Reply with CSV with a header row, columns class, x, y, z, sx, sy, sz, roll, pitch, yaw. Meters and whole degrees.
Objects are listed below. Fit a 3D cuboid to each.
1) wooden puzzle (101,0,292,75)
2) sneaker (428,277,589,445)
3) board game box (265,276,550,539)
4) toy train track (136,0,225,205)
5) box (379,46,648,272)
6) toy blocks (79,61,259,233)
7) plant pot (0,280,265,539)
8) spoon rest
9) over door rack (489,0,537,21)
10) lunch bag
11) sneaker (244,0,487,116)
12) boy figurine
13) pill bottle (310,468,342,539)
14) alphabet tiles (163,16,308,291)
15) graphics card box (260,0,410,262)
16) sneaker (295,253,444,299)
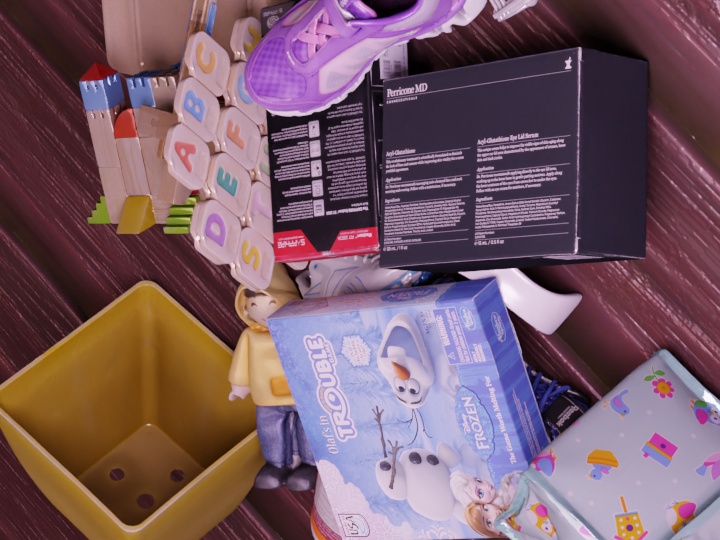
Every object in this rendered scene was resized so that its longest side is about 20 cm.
class,x,y,z,sx,sy,sz,roll,pitch,yaw
wooden puzzle,-0.133,-0.218,1.822,0.199,0.037,0.186,24,132,30
sneaker,0.119,0.093,1.723,0.115,0.081,0.200,-8,116,47
board game box,0.043,0.112,1.698,0.198,0.043,0.201,-7,110,37
toy train track,-0.125,-0.152,1.742,0.114,0.032,0.201,19,101,49
box,0.106,-0.074,1.563,0.199,0.079,0.142,-3,86,48
toy blocks,-0.149,-0.112,1.824,0.199,0.100,0.138,1,111,32
plant pot,-0.204,0.170,2.056,0.200,0.200,0.177,39,150,23
spoon rest,0.079,-0.032,1.674,0.200,0.061,0.100,43,107,14
over door rack,0.107,-0.259,1.474,0.148,0.066,0.200,59,164,-1
lunch bag,0.225,0.185,1.579,0.200,0.170,0.122,44,149,18
sneaker,-0.008,-0.181,1.586,0.199,0.088,0.081,-29,80,21
boy figurine,-0.063,0.089,1.918,0.124,0.064,0.201,4,110,28
pill bottle,0.021,0.152,1.840,0.109,0.109,0.201,35,137,27
alphabet tiles,-0.083,-0.091,1.713,0.015,0.201,0.195,-5,152,32
graphics card box,-0.017,-0.111,1.686,0.125,0.051,0.202,-7,87,48
sneaker,0.000,0.000,1.792,0.200,0.075,0.087,-35,82,53
